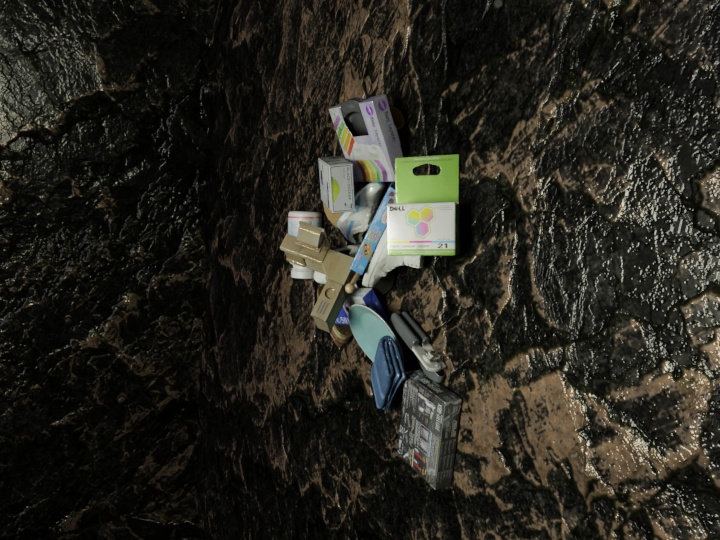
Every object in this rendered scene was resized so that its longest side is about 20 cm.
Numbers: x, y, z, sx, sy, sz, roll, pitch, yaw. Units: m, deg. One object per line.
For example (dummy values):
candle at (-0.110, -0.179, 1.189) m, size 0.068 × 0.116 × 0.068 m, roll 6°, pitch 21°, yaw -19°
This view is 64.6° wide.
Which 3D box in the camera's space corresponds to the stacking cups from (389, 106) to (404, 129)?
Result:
stacking cups at (0.037, -0.326, 1.423) m, size 0.200 × 0.059 × 0.062 m, roll -39°, pitch 58°, yaw 56°

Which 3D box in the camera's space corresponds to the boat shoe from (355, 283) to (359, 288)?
boat shoe at (-0.053, 0.026, 1.616) m, size 0.200 × 0.067 × 0.073 m, roll 43°, pitch 104°, yaw 37°

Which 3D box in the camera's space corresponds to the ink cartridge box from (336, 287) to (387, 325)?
ink cartridge box at (-0.020, 0.096, 1.499) m, size 0.198 × 0.044 × 0.096 m, roll -2°, pitch 122°, yaw 55°

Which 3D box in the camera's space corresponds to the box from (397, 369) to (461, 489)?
box at (0.148, 0.346, 1.256) m, size 0.157 × 0.049 × 0.206 m, roll 24°, pitch 113°, yaw 59°

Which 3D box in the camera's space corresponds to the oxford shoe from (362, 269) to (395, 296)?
oxford shoe at (0.058, -0.008, 1.414) m, size 0.202 × 0.070 × 0.072 m, roll 117°, pitch 170°, yaw -45°

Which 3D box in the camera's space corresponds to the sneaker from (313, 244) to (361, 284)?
sneaker at (-0.066, -0.025, 1.545) m, size 0.198 × 0.079 × 0.072 m, roll -29°, pitch 64°, yaw 34°

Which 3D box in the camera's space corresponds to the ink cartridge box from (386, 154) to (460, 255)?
ink cartridge box at (0.129, -0.135, 1.167) m, size 0.143 × 0.076 × 0.207 m, roll 0°, pitch 93°, yaw 18°

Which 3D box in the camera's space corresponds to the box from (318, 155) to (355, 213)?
box at (-0.062, -0.222, 1.444) m, size 0.200 × 0.058 × 0.120 m, roll -125°, pitch 31°, yaw -69°

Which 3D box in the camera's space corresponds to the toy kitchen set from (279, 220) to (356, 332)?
toy kitchen set at (-0.132, 0.007, 1.393) m, size 0.164 × 0.195 × 0.184 m, roll 78°, pitch -145°, yaw -62°

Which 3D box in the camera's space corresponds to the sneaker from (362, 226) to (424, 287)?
sneaker at (0.083, -0.018, 1.289) m, size 0.202 × 0.114 × 0.074 m, roll -63°, pitch -2°, yaw 37°

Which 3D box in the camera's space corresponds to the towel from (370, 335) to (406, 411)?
towel at (0.062, 0.246, 1.356) m, size 0.202 × 0.047 × 0.114 m, roll 99°, pitch 161°, yaw -55°

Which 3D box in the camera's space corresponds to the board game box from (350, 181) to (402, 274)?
board game box at (0.041, -0.103, 1.318) m, size 0.152 × 0.036 × 0.204 m, roll -66°, pitch 2°, yaw -75°

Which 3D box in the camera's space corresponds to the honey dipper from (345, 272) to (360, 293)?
honey dipper at (0.000, 0.000, 1.405) m, size 0.201 × 0.037 × 0.039 m, roll -60°, pitch -7°, yaw -55°

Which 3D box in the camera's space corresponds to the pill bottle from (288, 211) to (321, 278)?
pill bottle at (-0.175, -0.081, 1.780) m, size 0.108 × 0.106 × 0.207 m, roll 11°, pitch 100°, yaw 60°

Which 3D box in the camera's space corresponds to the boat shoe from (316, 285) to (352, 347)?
boat shoe at (-0.085, 0.133, 1.660) m, size 0.203 × 0.070 × 0.068 m, roll 62°, pitch 140°, yaw 35°

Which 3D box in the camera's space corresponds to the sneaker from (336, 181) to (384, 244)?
sneaker at (0.015, -0.154, 1.474) m, size 0.081 × 0.076 × 0.201 m, roll 50°, pitch 134°, yaw 14°

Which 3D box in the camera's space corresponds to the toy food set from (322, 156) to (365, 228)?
toy food set at (-0.053, -0.216, 1.610) m, size 0.202 × 0.047 × 0.201 m, roll -63°, pitch 39°, yaw 41°

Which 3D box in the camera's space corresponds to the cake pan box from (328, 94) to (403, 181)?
cake pan box at (0.018, -0.315, 1.367) m, size 0.182 × 0.052 × 0.204 m, roll 12°, pitch 127°, yaw 51°

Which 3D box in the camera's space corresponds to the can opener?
can opener at (0.125, 0.169, 1.288) m, size 0.201 × 0.051 × 0.068 m, roll 55°, pitch 139°, yaw 46°

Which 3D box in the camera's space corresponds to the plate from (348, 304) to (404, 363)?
plate at (0.043, 0.164, 1.407) m, size 0.199 × 0.025 × 0.203 m, roll 40°, pitch 148°, yaw 30°
